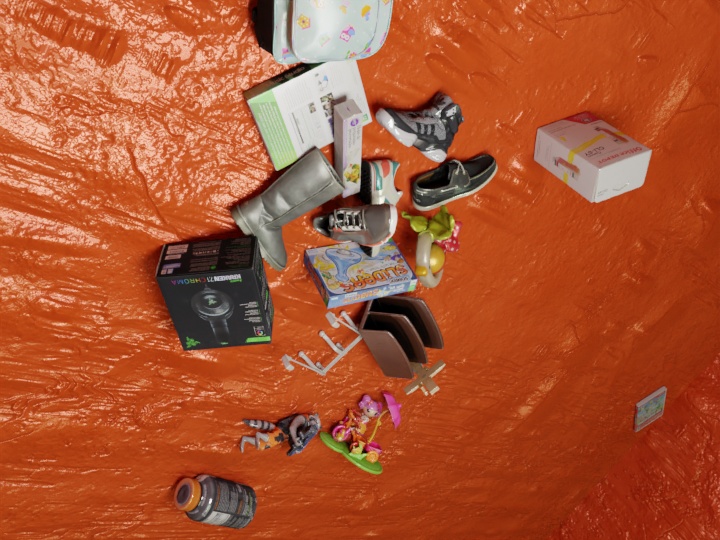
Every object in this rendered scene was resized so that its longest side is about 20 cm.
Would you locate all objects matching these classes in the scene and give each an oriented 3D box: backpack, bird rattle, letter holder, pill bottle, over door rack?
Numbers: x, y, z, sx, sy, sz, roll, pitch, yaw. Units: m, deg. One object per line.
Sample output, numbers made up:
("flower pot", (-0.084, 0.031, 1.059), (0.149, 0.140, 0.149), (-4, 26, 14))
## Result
("backpack", (-0.045, -0.397, 0.936), (0.197, 0.153, 0.178), (-16, 127, -30))
("bird rattle", (0.143, -0.047, 1.313), (0.200, 0.111, 0.166), (49, 50, -69))
("letter holder", (0.102, 0.156, 1.451), (0.201, 0.140, 0.102), (62, 40, -45))
("pill bottle", (-0.352, 0.555, 1.534), (0.106, 0.107, 0.199), (-45, 135, 9))
("over door rack", (-0.081, 0.155, 1.398), (0.148, 0.067, 0.200), (-44, 156, 6))

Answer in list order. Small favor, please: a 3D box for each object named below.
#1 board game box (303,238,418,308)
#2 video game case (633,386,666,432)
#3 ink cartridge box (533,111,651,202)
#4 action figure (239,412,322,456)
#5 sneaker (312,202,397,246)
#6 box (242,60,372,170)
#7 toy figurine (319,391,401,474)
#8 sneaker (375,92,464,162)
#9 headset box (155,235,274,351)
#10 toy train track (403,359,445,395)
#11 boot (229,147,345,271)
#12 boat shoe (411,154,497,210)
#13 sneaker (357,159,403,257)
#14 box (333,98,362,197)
("board game box", (0.000, 0.000, 1.287), (0.197, 0.136, 0.035), (-11, 139, -25))
("video game case", (1.158, 0.558, 2.545), (0.142, 0.017, 0.202), (-29, 135, -8))
("ink cartridge box", (0.489, -0.245, 1.351), (0.143, 0.201, 0.084), (-20, 133, -17))
("action figure", (-0.173, 0.376, 1.509), (0.191, 0.106, 0.200), (-7, 153, -34))
("sneaker", (-0.016, -0.084, 1.176), (0.081, 0.198, 0.079), (7, 80, -41))
("box", (-0.086, -0.278, 1.084), (0.198, 0.036, 0.146), (-29, 135, -10))
("toy figurine", (0.019, 0.395, 1.651), (0.198, 0.150, 0.186), (31, 93, -18))
("sneaker", (0.116, -0.285, 1.180), (0.198, 0.076, 0.115), (18, 114, -46))
("headset box", (-0.256, 0.050, 1.159), (0.171, 0.094, 0.202), (-4, 131, 0))
("toy train track", (0.144, 0.243, 1.527), (0.114, 0.200, 0.033), (-37, 118, -1))
("boot", (-0.116, -0.107, 1.166), (0.199, 0.073, 0.183), (-34, 136, 0))
("boat shoe", (0.195, -0.191, 1.302), (0.198, 0.072, 0.068), (-25, 138, -10))
("sneaker", (0.044, -0.123, 1.252), (0.092, 0.070, 0.203), (-15, 120, -26))
("box", (-0.023, -0.212, 1.133), (0.038, 0.042, 0.201), (-24, 150, -16))
